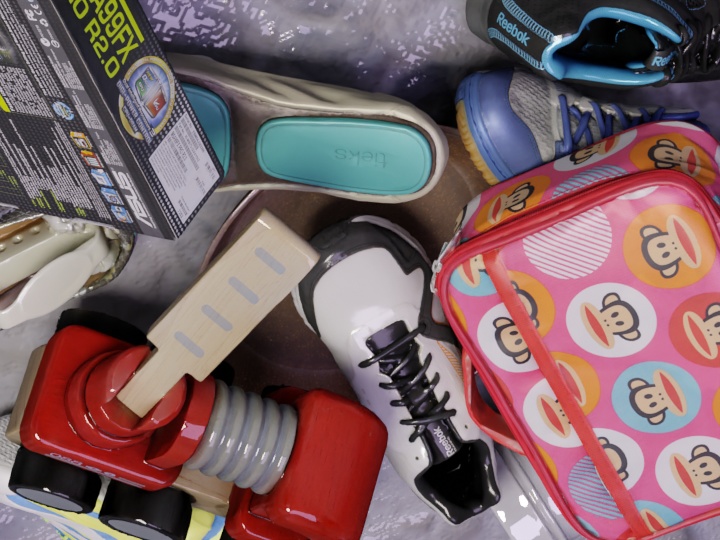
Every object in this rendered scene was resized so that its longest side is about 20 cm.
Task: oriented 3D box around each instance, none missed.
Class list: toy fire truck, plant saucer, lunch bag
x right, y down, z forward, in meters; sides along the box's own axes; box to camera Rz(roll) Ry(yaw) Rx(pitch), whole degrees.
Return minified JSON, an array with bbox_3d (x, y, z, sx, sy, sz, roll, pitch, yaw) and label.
[{"bbox_3d":[-0.058,0.062,1.166,0.176,0.200,0.129,22,73,-17],"label":"toy fire truck"},{"bbox_3d":[0.000,0.000,1.290,0.200,0.037,0.201,-12,127,-17],"label":"plant saucer"},{"bbox_3d":[0.129,0.037,1.221,0.176,0.082,0.200,-22,114,23],"label":"lunch bag"}]

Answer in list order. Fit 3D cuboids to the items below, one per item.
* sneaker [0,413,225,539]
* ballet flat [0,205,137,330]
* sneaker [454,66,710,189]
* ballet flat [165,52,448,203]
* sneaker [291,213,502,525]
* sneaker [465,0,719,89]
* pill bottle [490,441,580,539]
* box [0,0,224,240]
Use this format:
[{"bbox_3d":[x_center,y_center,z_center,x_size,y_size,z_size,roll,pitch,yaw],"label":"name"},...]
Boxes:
[{"bbox_3d":[-0.133,0.141,1.304,0.200,0.076,0.105,13,118,-33],"label":"sneaker"},{"bbox_3d":[-0.197,0.012,1.184,0.200,0.072,0.072,-27,131,-5],"label":"ballet flat"},{"bbox_3d":[0.135,-0.067,1.262,0.088,0.075,0.200,-22,152,38],"label":"sneaker"},{"bbox_3d":[-0.056,-0.072,1.184,0.199,0.070,0.070,10,122,-2],"label":"ballet flat"},{"bbox_3d":[0.028,0.053,1.268,0.074,0.080,0.200,-30,130,1],"label":"sneaker"},{"bbox_3d":[0.153,-0.118,1.246,0.200,0.082,0.073,-3,122,-26],"label":"sneaker"},{"bbox_3d":[0.160,0.084,1.380,0.200,0.109,0.109,-33,131,0],"label":"pill bottle"},{"bbox_3d":[-0.164,-0.107,1.056,0.044,0.160,0.200,-55,138,-30],"label":"box"}]
